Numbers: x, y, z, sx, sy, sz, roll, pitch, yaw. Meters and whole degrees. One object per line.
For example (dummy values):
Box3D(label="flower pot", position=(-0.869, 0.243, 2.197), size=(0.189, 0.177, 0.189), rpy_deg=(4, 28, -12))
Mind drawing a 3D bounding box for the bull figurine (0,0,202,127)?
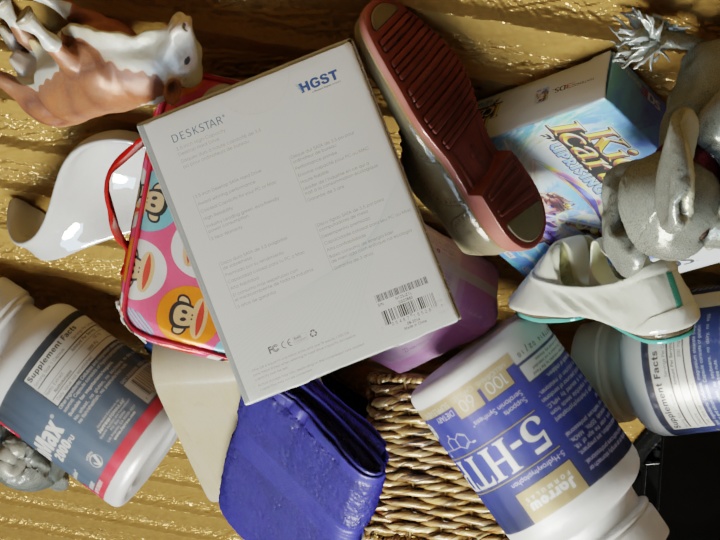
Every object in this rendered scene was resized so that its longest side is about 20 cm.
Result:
Box3D(label="bull figurine", position=(-0.194, -0.147, 1.373), size=(0.121, 0.065, 0.200), rpy_deg=(37, 151, -24))

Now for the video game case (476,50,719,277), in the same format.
Box3D(label="video game case", position=(0.160, -0.059, 1.427), size=(0.181, 0.046, 0.200), rpy_deg=(-18, 137, 38))

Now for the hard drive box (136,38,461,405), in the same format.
Box3D(label="hard drive box", position=(-0.039, -0.031, 1.332), size=(0.155, 0.201, 0.077), rpy_deg=(-21, 179, 1))

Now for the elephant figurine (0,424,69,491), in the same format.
Box3D(label="elephant figurine", position=(-0.359, 0.118, 1.834), size=(0.199, 0.156, 0.142), rpy_deg=(21, -168, 6))

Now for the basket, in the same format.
Box3D(label="basket", position=(0.108, 0.162, 1.657), size=(0.199, 0.150, 0.143), rpy_deg=(1, 177, 16))

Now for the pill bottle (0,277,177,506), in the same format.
Box3D(label="pill bottle", position=(-0.253, 0.100, 1.713), size=(0.200, 0.120, 0.120), rpy_deg=(35, 148, 5))

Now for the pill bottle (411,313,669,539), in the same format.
Box3D(label="pill bottle", position=(0.141, 0.141, 1.508), size=(0.200, 0.120, 0.120), rpy_deg=(54, 141, 0))

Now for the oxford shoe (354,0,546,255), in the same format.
Box3D(label="oxford shoe", position=(0.044, -0.089, 1.349), size=(0.075, 0.070, 0.201), rpy_deg=(-18, 110, 45))

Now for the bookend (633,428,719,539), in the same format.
Box3D(label="bookend", position=(0.267, 0.254, 1.736), size=(0.092, 0.200, 0.200), rpy_deg=(14, 149, -7))

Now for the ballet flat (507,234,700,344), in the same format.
Box3D(label="ballet flat", position=(0.168, 0.006, 1.406), size=(0.069, 0.070, 0.200), rpy_deg=(30, 171, -27))

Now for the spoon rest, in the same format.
Box3D(label="spoon rest", position=(-0.210, -0.053, 1.550), size=(0.099, 0.061, 0.200), rpy_deg=(33, 144, -30))

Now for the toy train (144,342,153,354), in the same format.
Box3D(label="toy train", position=(-0.165, 0.019, 1.660), size=(0.034, 0.046, 0.200), rpy_deg=(11, 148, 3))

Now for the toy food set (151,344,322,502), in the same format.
Box3D(label="toy food set", position=(-0.078, 0.120, 1.662), size=(0.143, 0.061, 0.201), rpy_deg=(-4, 134, 17))

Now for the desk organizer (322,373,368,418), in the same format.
Box3D(label="desk organizer", position=(-0.056, 0.096, 1.722), size=(0.077, 0.072, 0.200), rpy_deg=(-23, 134, 40))

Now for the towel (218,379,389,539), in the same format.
Box3D(label="towel", position=(-0.045, 0.168, 1.596), size=(0.148, 0.049, 0.200), rpy_deg=(42, 142, 23))

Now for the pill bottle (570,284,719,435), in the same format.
Box3D(label="pill bottle", position=(0.268, 0.068, 1.527), size=(0.199, 0.111, 0.111), rpy_deg=(-9, 142, 31))

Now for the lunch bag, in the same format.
Box3D(label="lunch bag", position=(-0.096, -0.036, 1.408), size=(0.175, 0.201, 0.082), rpy_deg=(14, -179, -3))

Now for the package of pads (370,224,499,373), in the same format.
Box3D(label="package of pads", position=(0.000, 0.000, 1.546), size=(0.199, 0.076, 0.120), rpy_deg=(30, 141, -26))

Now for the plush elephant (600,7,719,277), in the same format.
Box3D(label="plush elephant", position=(0.231, -0.063, 1.269), size=(0.199, 0.156, 0.165), rpy_deg=(21, 172, -1))
